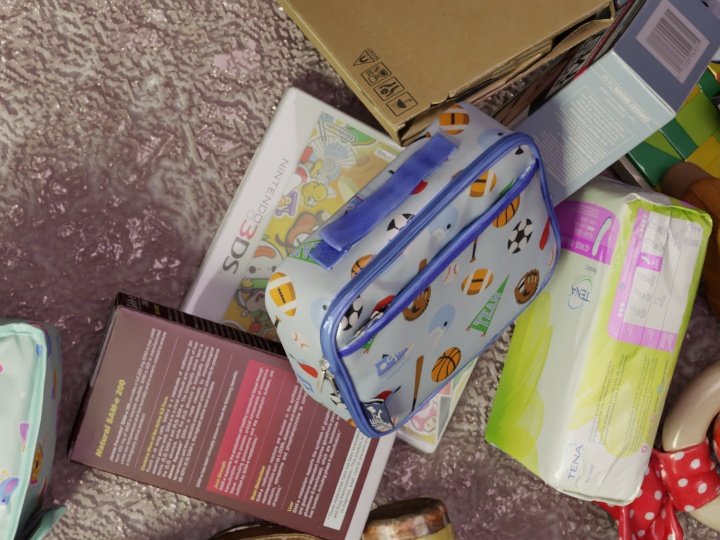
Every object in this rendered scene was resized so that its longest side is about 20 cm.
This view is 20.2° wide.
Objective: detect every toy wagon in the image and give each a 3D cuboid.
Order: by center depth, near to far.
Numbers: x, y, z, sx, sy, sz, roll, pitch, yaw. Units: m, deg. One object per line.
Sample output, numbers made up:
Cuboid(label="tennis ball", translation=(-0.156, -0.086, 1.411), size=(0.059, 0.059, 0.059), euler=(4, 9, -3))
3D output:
Cuboid(label="toy wagon", translation=(0.249, -0.090, 1.427), size=(0.155, 0.040, 0.200), euler=(-42, 97, -11))

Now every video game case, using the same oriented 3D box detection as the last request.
Cuboid(label="video game case", translation=(0.000, 0.000, 1.374), size=(0.199, 0.023, 0.183), euler=(27, 82, -11))

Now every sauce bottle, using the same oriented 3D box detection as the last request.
Cuboid(label="sauce bottle", translation=(0.049, 0.255, 1.353), size=(0.066, 0.066, 0.201), euler=(-14, 96, -13))

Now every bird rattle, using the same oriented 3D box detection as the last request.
Cuboid(label="bird rattle", translation=(0.257, 0.132, 1.386), size=(0.199, 0.113, 0.164), euler=(22, 99, -1))

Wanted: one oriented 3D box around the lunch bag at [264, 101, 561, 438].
Cuboid(label="lunch bag", translation=(0.033, 0.001, 1.235), size=(0.075, 0.161, 0.200), euler=(34, 69, 31))

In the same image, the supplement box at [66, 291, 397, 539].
Cuboid(label="supplement box", translation=(-0.081, 0.097, 1.319), size=(0.199, 0.061, 0.109), euler=(19, 96, -10))

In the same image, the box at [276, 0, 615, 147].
Cuboid(label="box", translation=(0.049, -0.178, 1.313), size=(0.163, 0.200, 0.021), euler=(-31, 135, -6))

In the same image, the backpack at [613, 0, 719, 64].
Cuboid(label="backpack", translation=(0.225, -0.236, 1.341), size=(0.190, 0.154, 0.200), euler=(33, 76, 28))

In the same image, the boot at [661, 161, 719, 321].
Cuboid(label="boot", translation=(0.277, 0.020, 1.355), size=(0.071, 0.144, 0.201), euler=(-38, 115, 7))

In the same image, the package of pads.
Cuboid(label="package of pads", translation=(0.155, 0.042, 1.325), size=(0.068, 0.154, 0.201), euler=(13, 95, -15))

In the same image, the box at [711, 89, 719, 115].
Cuboid(label="box", translation=(0.366, -0.078, 1.371), size=(0.124, 0.148, 0.200), euler=(-42, 109, -24))

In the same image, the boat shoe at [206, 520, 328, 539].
Cuboid(label="boat shoe", translation=(-0.104, 0.213, 1.316), size=(0.199, 0.068, 0.072), euler=(-15, 89, -14))

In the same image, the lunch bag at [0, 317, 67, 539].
Cuboid(label="lunch bag", translation=(-0.242, 0.127, 1.236), size=(0.121, 0.170, 0.201), euler=(5, 87, -5))

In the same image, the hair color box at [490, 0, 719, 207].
Cuboid(label="hair color box", translation=(0.139, -0.100, 1.309), size=(0.061, 0.200, 0.099), euler=(43, 49, -7))
